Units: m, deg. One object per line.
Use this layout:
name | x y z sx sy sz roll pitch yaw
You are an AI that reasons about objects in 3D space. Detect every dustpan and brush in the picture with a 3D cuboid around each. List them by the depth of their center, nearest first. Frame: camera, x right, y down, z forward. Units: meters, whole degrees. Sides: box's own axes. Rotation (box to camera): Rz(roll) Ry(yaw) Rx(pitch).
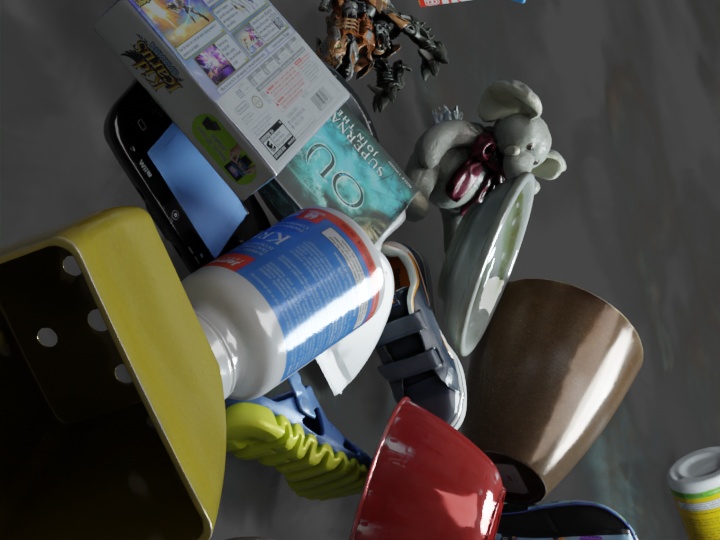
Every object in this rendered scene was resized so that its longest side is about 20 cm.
dustpan and brush | 0.000 0.000 1.409 0.200 0.057 0.140 -46 133 -25

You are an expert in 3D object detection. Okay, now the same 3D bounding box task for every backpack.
backpack | 0.208 0.320 1.520 0.134 0.200 0.183 15 64 -58

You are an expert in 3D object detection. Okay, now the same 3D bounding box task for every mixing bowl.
mixing bowl | 0.062 0.221 1.309 0.200 0.108 0.200 16 90 -80

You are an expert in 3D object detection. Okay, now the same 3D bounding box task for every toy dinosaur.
toy dinosaur | 0.019 -0.252 1.563 0.136 0.102 0.200 46 59 -17

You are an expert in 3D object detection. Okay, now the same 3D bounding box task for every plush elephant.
plush elephant | 0.145 -0.117 1.650 0.165 0.155 0.200 47 40 -41

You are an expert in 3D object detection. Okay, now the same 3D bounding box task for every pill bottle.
pill bottle | -0.081 0.034 1.194 0.200 0.112 0.112 -34 108 -43
pill bottle | 0.523 0.365 2.162 0.111 0.111 0.200 -46 118 -58

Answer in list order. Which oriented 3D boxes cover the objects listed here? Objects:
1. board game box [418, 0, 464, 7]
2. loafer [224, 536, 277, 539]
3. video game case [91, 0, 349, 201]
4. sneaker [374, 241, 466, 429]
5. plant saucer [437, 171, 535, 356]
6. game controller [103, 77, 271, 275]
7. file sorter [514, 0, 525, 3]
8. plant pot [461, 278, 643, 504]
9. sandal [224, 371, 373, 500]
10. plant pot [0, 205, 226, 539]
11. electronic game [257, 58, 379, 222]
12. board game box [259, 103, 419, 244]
board game box | 0.134 -0.418 1.769 0.046 0.151 0.200 60 25 -68
loafer | -0.055 0.289 1.193 0.200 0.073 0.071 58 32 -29
video game case | -0.109 -0.172 1.244 0.181 0.045 0.200 50 29 -9
sneaker | 0.043 0.066 1.470 0.079 0.078 0.200 24 46 -61
plant saucer | 0.122 -0.013 1.539 0.200 0.050 0.200 22 90 -78
game controller | -0.139 -0.070 1.238 0.200 0.042 0.104 59 32 -27
file sorter | 0.108 -0.400 1.636 0.139 0.200 0.123 -65 169 -50
plant pot | 0.185 0.145 1.612 0.187 0.187 0.200 55 47 -33
sandal | -0.048 0.135 1.277 0.200 0.079 0.087 44 38 -47
plant pot | -0.194 0.064 0.941 0.176 0.200 0.200 -64 134 -66
electronic game | -0.043 -0.115 1.429 0.200 0.042 0.200 26 55 -45
board game box | -0.046 -0.106 1.347 0.200 0.028 0.135 48 46 -10
